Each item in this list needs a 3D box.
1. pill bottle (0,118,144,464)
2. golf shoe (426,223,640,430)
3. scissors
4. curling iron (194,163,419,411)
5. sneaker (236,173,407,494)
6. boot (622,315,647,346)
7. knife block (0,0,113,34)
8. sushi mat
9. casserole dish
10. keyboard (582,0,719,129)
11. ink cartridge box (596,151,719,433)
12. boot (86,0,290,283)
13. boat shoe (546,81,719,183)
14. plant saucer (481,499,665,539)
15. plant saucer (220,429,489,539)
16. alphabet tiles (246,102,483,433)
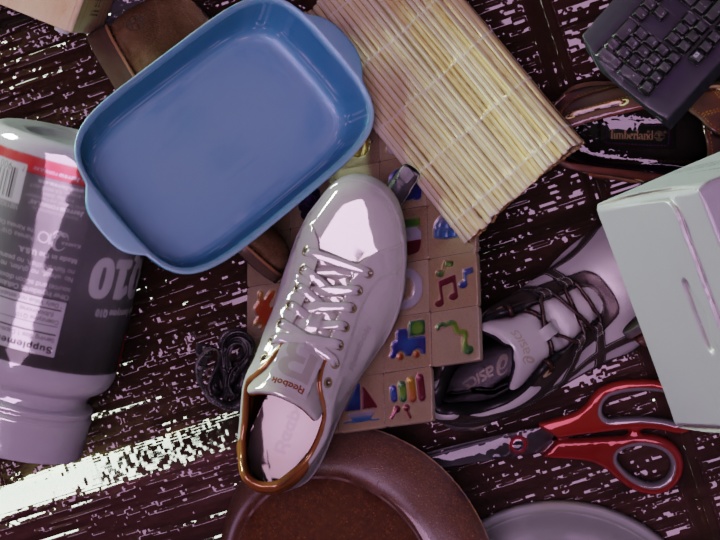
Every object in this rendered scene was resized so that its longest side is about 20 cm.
[{"bbox_3d":[-0.199,0.013,1.597,0.114,0.114,0.200,15,98,9],"label":"pill bottle"},{"bbox_3d":[0.122,0.036,1.547,0.200,0.094,0.078,-39,86,11],"label":"golf shoe"},{"bbox_3d":[0.110,0.099,1.580,0.200,0.014,0.073,4,102,2],"label":"scissors"},{"bbox_3d":[-0.032,0.012,1.553,0.050,0.026,0.200,37,108,-21],"label":"curling iron"},{"bbox_3d":[-0.022,0.042,1.503,0.073,0.085,0.200,17,97,6],"label":"sneaker"},{"bbox_3d":[0.278,0.074,1.521,0.186,0.064,0.200,-27,93,-4],"label":"boot"},{"bbox_3d":[-0.186,-0.245,1.597,0.200,0.064,0.176,22,98,9],"label":"knife block"},{"bbox_3d":[0.044,-0.116,1.550,0.096,0.012,0.200,-43,63,12],"label":"sushi mat"},{"bbox_3d":[-0.084,-0.079,1.536,0.200,0.039,0.121,-40,88,-21],"label":"casserole dish"},{"bbox_3d":[0.236,-0.163,1.504,0.127,0.021,0.200,41,77,6],"label":"keyboard"},{"bbox_3d":[0.262,-0.011,1.414,0.200,0.145,0.145,-22,94,-18],"label":"ink cartridge box"},{"bbox_3d":[-0.090,-0.086,1.585,0.075,0.074,0.200,-33,79,2],"label":"boot"},{"bbox_3d":[0.210,-0.079,1.529,0.200,0.070,0.070,-2,106,11],"label":"boat shoe"},{"bbox_3d":[0.124,0.246,1.587,0.200,0.050,0.200,1,96,11],"label":"plant saucer"},{"bbox_3d":[-0.010,0.197,1.588,0.200,0.034,0.200,5,100,28],"label":"plant saucer"},{"bbox_3d":[0.000,0.000,1.565,0.166,0.006,0.200,-10,74,31],"label":"alphabet tiles"}]
